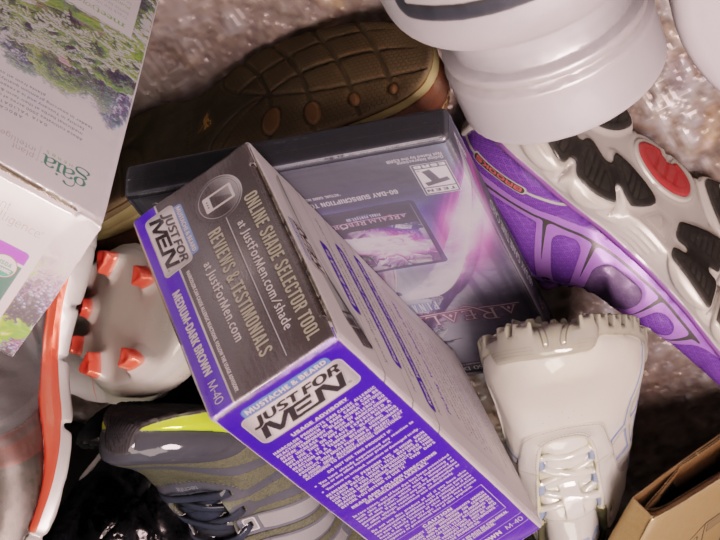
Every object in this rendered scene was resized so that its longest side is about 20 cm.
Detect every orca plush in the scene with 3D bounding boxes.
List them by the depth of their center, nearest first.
[{"bbox_3d":[-0.109,0.092,0.913,0.199,0.105,0.071,-25,147,-26],"label":"orca plush"}]

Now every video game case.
[{"bbox_3d":[0.000,0.000,0.870,0.142,0.019,0.200,-9,147,17],"label":"video game case"}]

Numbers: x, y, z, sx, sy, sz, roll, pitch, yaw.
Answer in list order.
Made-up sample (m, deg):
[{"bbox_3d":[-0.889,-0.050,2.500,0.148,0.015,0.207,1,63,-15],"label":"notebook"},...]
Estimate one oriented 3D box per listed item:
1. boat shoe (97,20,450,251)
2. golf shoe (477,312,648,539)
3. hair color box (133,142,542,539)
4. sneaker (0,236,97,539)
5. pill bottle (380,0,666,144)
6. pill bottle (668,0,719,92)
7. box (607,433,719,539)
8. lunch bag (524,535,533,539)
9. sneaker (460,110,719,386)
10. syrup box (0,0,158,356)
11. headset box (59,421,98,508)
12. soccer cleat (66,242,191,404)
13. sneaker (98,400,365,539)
[{"bbox_3d":[-0.041,-0.051,0.873,0.199,0.072,0.068,-21,131,27],"label":"boat shoe"},{"bbox_3d":[0.100,0.082,0.892,0.078,0.098,0.200,-9,158,7],"label":"golf shoe"},{"bbox_3d":[-0.006,0.047,0.811,0.065,0.110,0.200,-33,141,8],"label":"hair color box"},{"bbox_3d":[-0.171,0.045,0.840,0.081,0.202,0.077,12,168,-31],"label":"sneaker"},{"bbox_3d":[0.049,-0.156,0.753,0.119,0.120,0.201,-15,125,15],"label":"pill bottle"},{"bbox_3d":[0.160,-0.150,0.698,0.112,0.201,0.114,2,127,3],"label":"pill bottle"},{"bbox_3d":[0.145,0.157,0.969,0.021,0.163,0.201,40,129,22],"label":"box"},{"bbox_3d":[-0.019,0.194,1.025,0.199,0.118,0.165,18,130,1],"label":"lunch bag"},{"bbox_3d":[0.123,-0.012,0.898,0.200,0.081,0.083,42,136,-16],"label":"sneaker"},{"bbox_3d":[-0.141,-0.067,0.783,0.078,0.201,0.082,28,124,-17],"label":"syrup box"},{"bbox_3d":[-0.165,0.186,1.007,0.077,0.149,0.201,15,126,-8],"label":"headset box"},{"bbox_3d":[-0.105,0.030,0.897,0.077,0.070,0.200,14,168,-28],"label":"soccer cleat"},{"bbox_3d":[-0.047,0.113,0.866,0.074,0.081,0.200,-2,156,35],"label":"sneaker"}]
